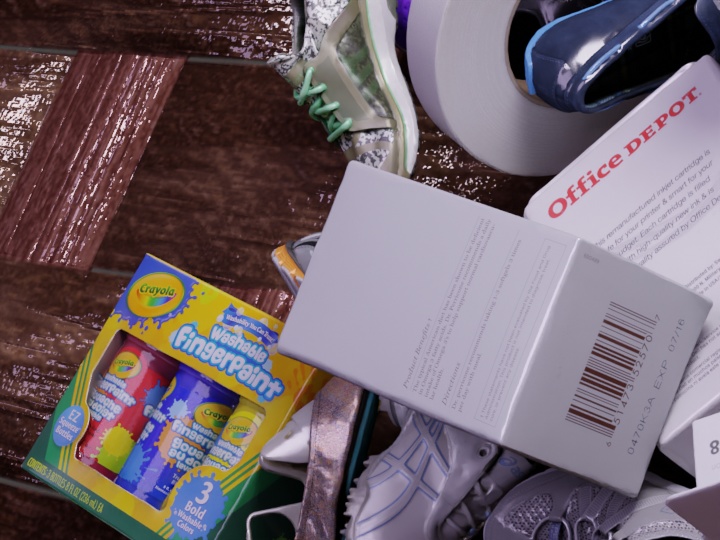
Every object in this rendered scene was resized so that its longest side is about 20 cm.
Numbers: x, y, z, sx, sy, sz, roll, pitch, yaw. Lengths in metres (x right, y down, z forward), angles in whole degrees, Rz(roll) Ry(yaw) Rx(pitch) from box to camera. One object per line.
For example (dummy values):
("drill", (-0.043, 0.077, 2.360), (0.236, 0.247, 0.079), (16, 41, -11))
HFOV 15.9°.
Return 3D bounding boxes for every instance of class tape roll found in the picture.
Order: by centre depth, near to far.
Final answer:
("tape roll", (0.121, -0.152, 1.524), (0.203, 0.202, 0.037), (-51, 42, 3))

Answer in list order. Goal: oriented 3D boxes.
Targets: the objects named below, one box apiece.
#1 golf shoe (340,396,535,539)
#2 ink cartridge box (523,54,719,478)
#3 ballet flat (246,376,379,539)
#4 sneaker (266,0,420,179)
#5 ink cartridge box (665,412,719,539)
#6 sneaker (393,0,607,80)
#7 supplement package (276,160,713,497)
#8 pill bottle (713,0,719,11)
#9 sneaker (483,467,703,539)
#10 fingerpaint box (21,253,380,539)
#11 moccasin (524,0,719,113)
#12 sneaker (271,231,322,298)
("golf shoe", (0.051, 0.126, 1.502), (0.097, 0.078, 0.201), (-1, 65, 34))
("ink cartridge box", (0.199, 0.001, 1.440), (0.145, 0.084, 0.201), (-40, 46, 14))
("ballet flat", (-0.032, 0.138, 1.536), (0.067, 0.068, 0.202), (10, 79, 3))
("sneaker", (-0.020, -0.120, 1.672), (0.077, 0.088, 0.202), (139, 124, -64))
("ink cartridge box", (0.241, 0.108, 1.252), (0.115, 0.200, 0.067), (-21, 51, 29))
("sneaker", (0.076, -0.153, 1.637), (0.199, 0.069, 0.100), (-12, 53, 49))
("supplement package", (0.070, 0.030, 1.399), (0.199, 0.117, 0.118), (22, 90, 50))
("pill bottle", (0.256, -0.159, 1.407), (0.109, 0.200, 0.110), (-21, 52, 29))
("sneaker", (0.141, 0.147, 1.384), (0.199, 0.082, 0.075), (-2, 100, 40))
("fingerpaint box", (-0.103, 0.101, 1.649), (0.199, 0.073, 0.168), (26, 83, 46))
("moccasin", (0.194, -0.135, 1.507), (0.199, 0.081, 0.068), (-29, 37, -13))
("sneaker", (0.000, 0.000, 1.566), (0.077, 0.079, 0.200), (-29, 5, 8))
